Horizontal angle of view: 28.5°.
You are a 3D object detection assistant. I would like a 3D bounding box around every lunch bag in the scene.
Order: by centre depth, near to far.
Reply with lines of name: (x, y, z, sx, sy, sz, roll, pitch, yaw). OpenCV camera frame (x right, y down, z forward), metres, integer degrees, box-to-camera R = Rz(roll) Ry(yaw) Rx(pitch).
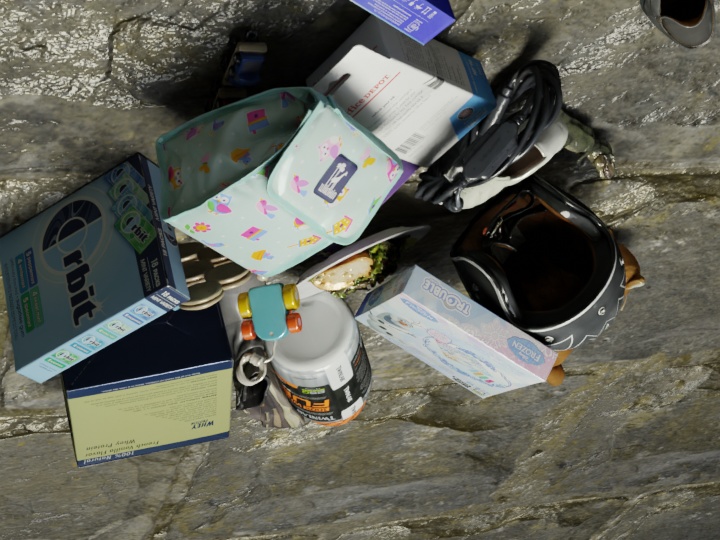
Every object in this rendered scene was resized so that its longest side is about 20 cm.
lunch bag: (-0.075, -0.094, 1.402, 0.199, 0.123, 0.170, -23, 147, 25)

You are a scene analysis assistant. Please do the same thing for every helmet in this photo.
helmet: (0.220, 0.001, 1.693, 0.191, 0.200, 0.200, 44, 124, -8)

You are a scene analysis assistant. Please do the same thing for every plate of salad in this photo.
plate of salad: (0.000, 0.000, 1.707, 0.199, 0.048, 0.200, -27, 173, -4)

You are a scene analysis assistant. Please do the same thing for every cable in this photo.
cable: (0.140, -0.143, 1.513, 0.200, 0.051, 0.163, -50, -168, -7)

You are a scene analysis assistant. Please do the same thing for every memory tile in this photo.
memory tile: (-0.201, 0.005, 1.538, 0.198, 0.017, 0.153, 1, -154, 32)

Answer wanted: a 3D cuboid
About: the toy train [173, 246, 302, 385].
toy train: (-0.156, 0.031, 1.646, 0.151, 0.200, 0.056, -49, 170, 9)

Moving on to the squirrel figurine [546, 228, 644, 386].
squirrel figurine: (0.278, 0.027, 1.868, 0.186, 0.142, 0.200, -32, 149, 11)

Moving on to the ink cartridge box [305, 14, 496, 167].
ink cartridge box: (0.027, -0.188, 1.453, 0.199, 0.068, 0.116, 17, 135, -41)

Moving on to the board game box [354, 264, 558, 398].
board game box: (0.110, 0.077, 1.699, 0.199, 0.044, 0.199, 32, 164, -9)

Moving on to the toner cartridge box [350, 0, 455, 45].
toner cartridge box: (0.000, -0.283, 1.266, 0.043, 0.096, 0.199, -35, 145, 27)

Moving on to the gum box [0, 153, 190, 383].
gum box: (-0.285, -0.002, 1.493, 0.199, 0.171, 0.044, -29, 146, 18)

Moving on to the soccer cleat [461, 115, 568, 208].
soccer cleat: (0.149, -0.119, 1.590, 0.199, 0.069, 0.078, -31, -168, 44)

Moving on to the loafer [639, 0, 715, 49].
loafer: (0.328, -0.276, 1.466, 0.072, 0.073, 0.200, -30, 148, 18)

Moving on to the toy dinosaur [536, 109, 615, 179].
toy dinosaur: (0.223, -0.152, 1.642, 0.088, 0.048, 0.200, -34, 142, 19)

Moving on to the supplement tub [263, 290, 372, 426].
supplement tub: (-0.051, 0.120, 1.854, 0.121, 0.123, 0.201, -18, 149, 0)

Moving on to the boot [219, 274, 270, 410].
boot: (-0.136, 0.078, 1.733, 0.069, 0.133, 0.201, -11, 149, -9)

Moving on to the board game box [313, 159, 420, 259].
board game box: (-0.051, -0.100, 1.570, 0.164, 0.057, 0.200, 12, 139, -37)

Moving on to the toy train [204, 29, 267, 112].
toy train: (-0.135, -0.165, 1.431, 0.034, 0.046, 0.201, -2, 145, -25)

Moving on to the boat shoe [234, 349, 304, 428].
boat shoe: (-0.132, 0.174, 1.946, 0.073, 0.075, 0.200, -20, 148, 3)

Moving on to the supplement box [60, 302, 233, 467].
supplement box: (-0.265, 0.120, 1.731, 0.198, 0.135, 0.201, -10, 148, -12)
